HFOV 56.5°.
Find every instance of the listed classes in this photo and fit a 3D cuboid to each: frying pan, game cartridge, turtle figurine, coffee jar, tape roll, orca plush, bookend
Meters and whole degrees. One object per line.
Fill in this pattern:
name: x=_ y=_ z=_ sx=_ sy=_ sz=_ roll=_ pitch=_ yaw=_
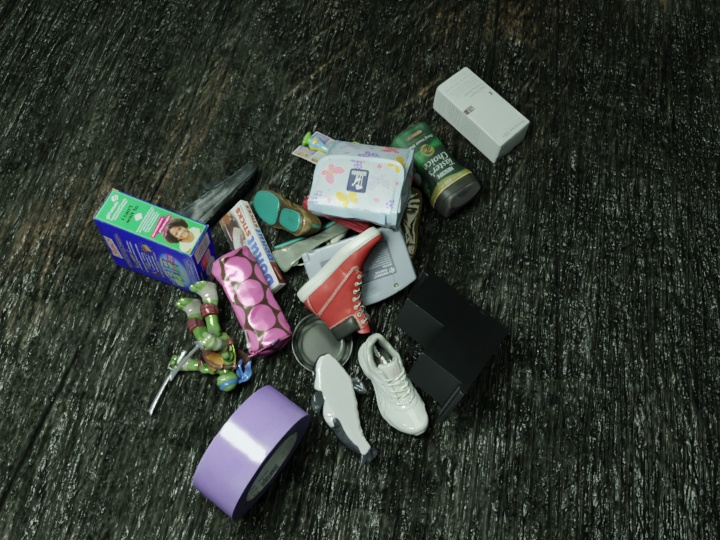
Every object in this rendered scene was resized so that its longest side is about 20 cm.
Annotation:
frying pan: x=-0.045 y=0.162 z=1.253 sx=0.190 sy=0.031 sz=0.115 roll=43 pitch=72 yaw=5
game cartridge: x=0.000 y=0.000 z=1.280 sx=0.198 sy=0.041 sz=0.134 roll=-18 pitch=92 yaw=7
turtle figurine: x=-0.301 y=0.127 z=1.195 sx=0.198 sy=0.144 sz=0.195 roll=-13 pitch=63 yaw=-13
coffee jar: x=0.156 y=-0.210 z=1.406 sx=0.104 sy=0.086 sz=0.200 roll=-33 pitch=71 yaw=-17
tape roll: x=-0.174 y=0.294 z=1.091 sx=0.085 sy=0.200 sz=0.200 roll=33 pitch=67 yaw=13
orca plush: x=-0.034 y=0.248 z=1.198 sx=0.105 sy=0.071 sz=0.201 roll=-38 pitch=90 yaw=-29
bookend: x=0.133 y=0.127 z=1.204 sx=0.198 sy=0.092 sz=0.200 roll=37 pitch=45 yaw=11

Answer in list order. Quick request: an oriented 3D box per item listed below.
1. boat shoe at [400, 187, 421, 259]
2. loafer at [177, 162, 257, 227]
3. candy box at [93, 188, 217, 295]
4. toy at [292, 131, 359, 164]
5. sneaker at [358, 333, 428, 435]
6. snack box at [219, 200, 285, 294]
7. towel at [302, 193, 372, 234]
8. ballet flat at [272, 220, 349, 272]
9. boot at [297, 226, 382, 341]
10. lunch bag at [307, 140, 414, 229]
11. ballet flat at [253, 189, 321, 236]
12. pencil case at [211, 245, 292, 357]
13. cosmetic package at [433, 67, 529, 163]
boat shoe: x=0.082 y=-0.065 z=1.345 sx=0.073 sy=0.066 sz=0.202 roll=16 pitch=74 yaw=8
loafer: x=-0.292 y=-0.156 z=1.367 sx=0.070 sy=0.068 sz=0.201 roll=42 pitch=73 yaw=6
candy box: x=-0.376 y=-0.047 z=1.257 sx=0.198 sy=0.170 sz=0.078 roll=19 pitch=62 yaw=6
toy: x=-0.030 y=-0.245 z=1.413 sx=0.199 sy=0.048 sz=0.115 roll=24 pitch=42 yaw=12
sneaker: x=0.057 y=0.202 z=1.201 sx=0.077 sy=0.100 sz=0.201 roll=-28 pitch=69 yaw=-15
snack box: x=-0.215 y=-0.037 z=1.319 sx=0.072 sy=0.024 sz=0.201 roll=-38 pitch=66 yaw=25
towel: x=-0.016 y=-0.155 z=1.368 sx=0.143 sy=0.023 sz=0.200 roll=23 pitch=41 yaw=9
ballet flat: x=-0.082 y=-0.056 z=1.342 sx=0.199 sy=0.067 sz=0.064 roll=-27 pitch=97 yaw=-19
boot: x=-0.002 y=0.030 z=1.223 sx=0.144 sy=0.072 sz=0.200 roll=46 pitch=107 yaw=7
lunch bag: x=0.007 y=-0.157 z=1.241 sx=0.168 sy=0.128 sz=0.201 roll=10 pitch=35 yaw=11
ballet flat: x=-0.141 y=-0.112 z=1.339 sx=0.072 sy=0.199 sz=0.069 roll=8 pitch=101 yaw=-39
pencil case: x=-0.203 y=0.059 z=1.231 sx=0.093 sy=0.091 sz=0.201 roll=-23 pitch=76 yaw=-27
cosmetic package: x=0.265 y=-0.345 z=1.482 sx=0.101 sy=0.074 sz=0.200 roll=-39 pitch=71 yaw=-18
